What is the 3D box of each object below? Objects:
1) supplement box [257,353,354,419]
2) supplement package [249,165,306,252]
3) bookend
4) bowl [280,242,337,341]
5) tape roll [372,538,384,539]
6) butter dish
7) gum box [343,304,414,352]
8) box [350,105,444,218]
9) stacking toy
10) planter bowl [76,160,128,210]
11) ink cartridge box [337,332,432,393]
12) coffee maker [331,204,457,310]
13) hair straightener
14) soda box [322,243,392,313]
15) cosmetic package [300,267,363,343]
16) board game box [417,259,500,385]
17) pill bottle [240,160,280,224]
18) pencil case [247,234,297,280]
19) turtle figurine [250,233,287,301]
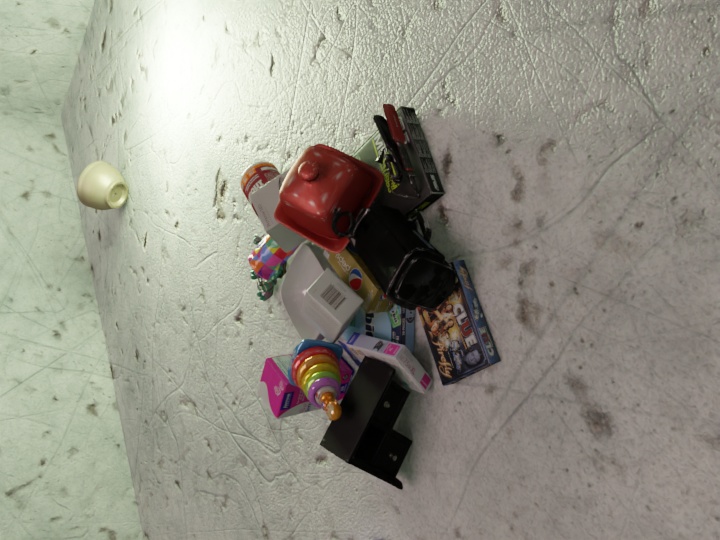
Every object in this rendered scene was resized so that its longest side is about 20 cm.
[{"bbox_3d":[-0.127,0.259,1.506,0.103,0.197,0.103,42,124,41],"label":"supplement box"},{"bbox_3d":[-0.131,-0.157,1.471,0.198,0.117,0.118,-33,62,4],"label":"supplement package"},{"bbox_3d":[0.046,0.318,1.336,0.091,0.200,0.201,16,72,46],"label":"bookend"},{"bbox_3d":[-0.107,0.057,1.567,0.201,0.074,0.201,57,133,31],"label":"bowl"},{"bbox_3d":[0.040,0.712,1.434,0.198,0.065,0.205,7,99,52],"label":"tape roll"},{"bbox_3d":[-0.083,-0.173,1.312,0.197,0.148,0.202,29,82,23],"label":"butter dish"},{"bbox_3d":[0.037,0.080,1.407,0.198,0.044,0.174,6,97,52],"label":"gum box"},{"bbox_3d":[0.071,-0.200,1.343,0.193,0.047,0.204,-36,65,48],"label":"box"},{"bbox_3d":[-0.077,0.240,1.323,0.201,0.108,0.118,-123,49,-59],"label":"stacking toy"},{"bbox_3d":[-1.053,-0.336,2.680,0.133,0.200,0.204,24,114,19],"label":"planter bowl"},{"bbox_3d":[0.048,0.189,1.352,0.198,0.042,0.120,5,140,50],"label":"ink cartridge box"},{"bbox_3d":[0.059,-0.025,1.210,0.201,0.188,0.137,-126,37,-54],"label":"coffee maker"},{"bbox_3d":[0.068,-0.228,1.287,0.077,0.040,0.203,-36,70,45],"label":"hair straightener"},{"bbox_3d":[0.000,0.000,1.360,0.201,0.067,0.065,53,129,37],"label":"soda box"},{"bbox_3d":[-0.063,0.079,1.349,0.101,0.071,0.200,42,162,5],"label":"cosmetic package"},{"bbox_3d":[0.178,0.101,1.236,0.135,0.034,0.204,-38,63,46],"label":"board game box"},{"bbox_3d":[-0.228,-0.182,1.674,0.201,0.111,0.114,55,132,34],"label":"pill bottle"},{"bbox_3d":[-0.188,-0.069,1.586,0.200,0.088,0.089,-43,56,11],"label":"pencil case"},{"bbox_3d":[-0.245,-0.006,1.720,0.201,0.099,0.153,124,145,-57],"label":"turtle figurine"}]
